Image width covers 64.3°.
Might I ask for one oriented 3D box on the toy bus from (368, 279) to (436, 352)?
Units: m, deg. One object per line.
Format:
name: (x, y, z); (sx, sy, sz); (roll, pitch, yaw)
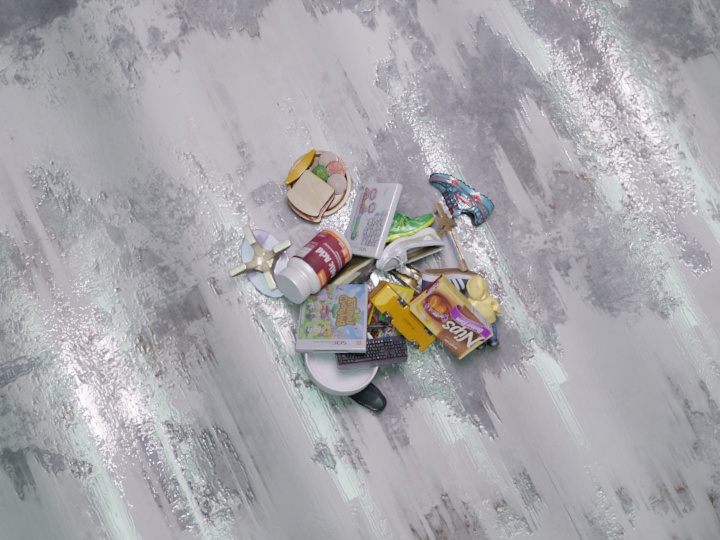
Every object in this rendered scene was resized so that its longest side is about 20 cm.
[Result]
toy bus: (0.110, 0.121, 1.502); (0.065, 0.078, 0.200); (-44, 103, 2)

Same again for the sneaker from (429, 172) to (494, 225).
sneaker: (0.267, -0.194, 1.579); (0.198, 0.079, 0.097); (32, 89, 3)

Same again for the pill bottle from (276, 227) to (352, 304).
pill bottle: (-0.122, -0.012, 1.511); (0.114, 0.114, 0.200); (43, 59, 4)

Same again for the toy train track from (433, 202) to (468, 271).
toy train track: (0.239, -0.087, 1.564); (0.032, 0.114, 0.203); (-30, 75, 33)

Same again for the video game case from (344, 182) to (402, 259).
video game case: (0.025, -0.137, 1.539); (0.023, 0.181, 0.204); (20, 85, -33)

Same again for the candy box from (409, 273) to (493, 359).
candy box: (0.233, 0.121, 1.470); (0.116, 0.057, 0.200); (-39, 105, 21)

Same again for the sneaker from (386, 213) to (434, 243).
sneaker: (0.110, -0.127, 1.579); (0.196, 0.074, 0.085); (-16, 89, 0)

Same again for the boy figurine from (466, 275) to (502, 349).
boy figurine: (0.315, 0.110, 1.526); (0.122, 0.065, 0.203); (-15, 108, 1)

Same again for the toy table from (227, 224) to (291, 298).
toy table: (-0.261, -0.025, 1.557); (0.183, 0.117, 0.201); (-38, 85, -2)

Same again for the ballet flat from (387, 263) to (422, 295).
ballet flat: (0.138, 0.016, 1.566); (0.198, 0.075, 0.068); (34, 85, 3)

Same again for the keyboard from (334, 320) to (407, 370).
keyboard: (0.024, 0.188, 1.486); (0.196, 0.021, 0.129); (-4, 57, -19)

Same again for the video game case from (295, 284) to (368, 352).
video game case: (-0.071, 0.121, 1.487); (0.178, 0.022, 0.203); (0, 52, 4)

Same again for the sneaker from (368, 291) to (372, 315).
sneaker: (-0.040, 0.115, 1.556); (0.197, 0.087, 0.075); (-20, 86, -1)

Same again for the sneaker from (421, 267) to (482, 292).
sneaker: (0.241, 0.054, 1.547); (0.197, 0.070, 0.111); (0, 103, -32)

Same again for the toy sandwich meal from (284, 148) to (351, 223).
toy sandwich meal: (-0.121, -0.241, 1.593); (0.201, 0.070, 0.210); (0, 86, 1)

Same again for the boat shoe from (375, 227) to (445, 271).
boat shoe: (0.131, -0.048, 1.514); (0.200, 0.075, 0.065); (-24, 55, -24)

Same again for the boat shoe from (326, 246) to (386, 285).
boat shoe: (0.000, 0.001, 1.567); (0.199, 0.072, 0.066); (-35, 114, 14)

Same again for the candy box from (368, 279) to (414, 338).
candy box: (0.071, 0.134, 1.555); (0.100, 0.026, 0.204); (14, 99, -10)

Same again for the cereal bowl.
cereal bowl: (-0.053, 0.236, 1.494); (0.196, 0.084, 0.203); (7, 55, -9)

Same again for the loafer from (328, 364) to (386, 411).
loafer: (-0.016, 0.315, 1.548); (0.199, 0.070, 0.069); (35, 90, 3)
